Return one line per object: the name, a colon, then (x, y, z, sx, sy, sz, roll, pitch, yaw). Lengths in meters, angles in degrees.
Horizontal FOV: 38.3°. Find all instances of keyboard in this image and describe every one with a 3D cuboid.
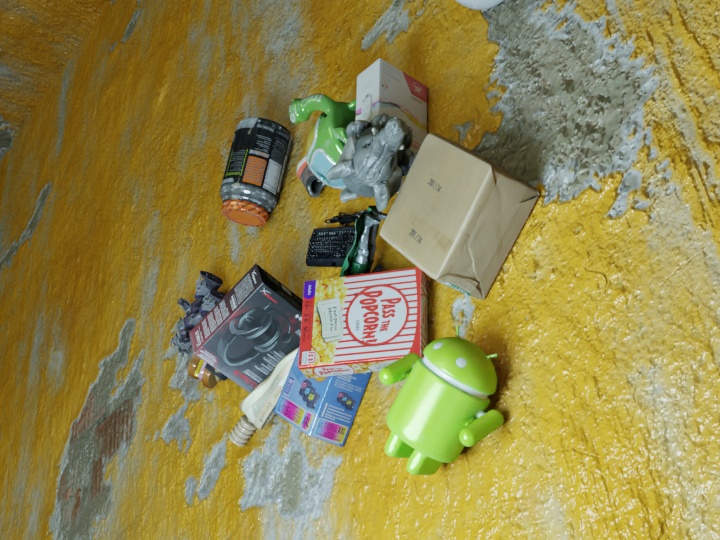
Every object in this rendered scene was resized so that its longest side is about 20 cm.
keyboard: (-0.044, -0.060, 1.870, 0.199, 0.039, 0.105, 0, 71, 54)

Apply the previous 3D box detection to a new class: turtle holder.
turtle holder: (-0.041, -0.221, 1.825, 0.131, 0.184, 0.143, -31, 48, 40)

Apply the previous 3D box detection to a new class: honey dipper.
honey dipper: (-0.171, 0.233, 1.881, 0.201, 0.038, 0.038, -54, 35, 14)

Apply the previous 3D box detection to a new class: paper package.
paper package: (0.142, -0.084, 1.558, 0.200, 0.103, 0.192, 38, 104, 56)

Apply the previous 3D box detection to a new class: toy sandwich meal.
toy sandwich meal: (-0.266, 0.124, 1.976, 0.205, 0.069, 0.208, 15, -90, -88)

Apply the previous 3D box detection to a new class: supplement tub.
supplement tub: (-0.216, -0.201, 2.126, 0.122, 0.122, 0.203, -10, 62, 52)

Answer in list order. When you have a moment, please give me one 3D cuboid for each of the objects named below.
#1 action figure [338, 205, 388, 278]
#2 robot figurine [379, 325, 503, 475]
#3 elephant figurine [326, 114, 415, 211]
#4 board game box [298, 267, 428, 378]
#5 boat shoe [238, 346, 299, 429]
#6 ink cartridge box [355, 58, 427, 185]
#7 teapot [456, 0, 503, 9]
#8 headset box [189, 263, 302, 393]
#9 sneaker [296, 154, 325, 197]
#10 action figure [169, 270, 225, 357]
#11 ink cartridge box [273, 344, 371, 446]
action figure: (0.000, 0.000, 1.730, 0.054, 0.118, 0.202, 22, 112, 19)
robot figurine: (0.112, 0.181, 1.428, 0.175, 0.115, 0.202, 34, 98, 34)
elephant figurine: (0.015, -0.166, 1.603, 0.200, 0.139, 0.157, -68, -29, -71)
board game box: (0.006, 0.082, 1.615, 0.197, 0.046, 0.153, -8, 60, 16)
boat shoe: (-0.126, 0.196, 1.814, 0.200, 0.072, 0.065, -44, 79, 13)
ink cartridge box: (0.053, -0.244, 1.770, 0.067, 0.116, 0.202, -28, 50, 43)
teapot: (0.187, -0.548, 1.735, 0.199, 0.145, 0.200, 1, 71, 56)
headset box: (-0.195, 0.113, 1.841, 0.200, 0.149, 0.077, -45, 31, 9)
sneaker: (-0.044, -0.212, 1.946, 0.200, 0.076, 0.083, -49, 49, 39)
action figure: (-0.354, 0.096, 2.195, 0.200, 0.069, 0.131, -50, 41, 30)
ink cartridge box: (-0.051, 0.169, 1.710, 0.136, 0.076, 0.202, 18, 84, 57)
